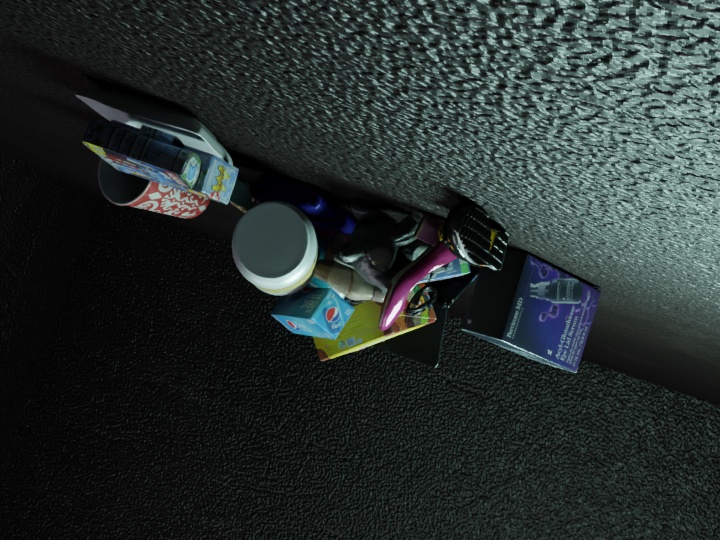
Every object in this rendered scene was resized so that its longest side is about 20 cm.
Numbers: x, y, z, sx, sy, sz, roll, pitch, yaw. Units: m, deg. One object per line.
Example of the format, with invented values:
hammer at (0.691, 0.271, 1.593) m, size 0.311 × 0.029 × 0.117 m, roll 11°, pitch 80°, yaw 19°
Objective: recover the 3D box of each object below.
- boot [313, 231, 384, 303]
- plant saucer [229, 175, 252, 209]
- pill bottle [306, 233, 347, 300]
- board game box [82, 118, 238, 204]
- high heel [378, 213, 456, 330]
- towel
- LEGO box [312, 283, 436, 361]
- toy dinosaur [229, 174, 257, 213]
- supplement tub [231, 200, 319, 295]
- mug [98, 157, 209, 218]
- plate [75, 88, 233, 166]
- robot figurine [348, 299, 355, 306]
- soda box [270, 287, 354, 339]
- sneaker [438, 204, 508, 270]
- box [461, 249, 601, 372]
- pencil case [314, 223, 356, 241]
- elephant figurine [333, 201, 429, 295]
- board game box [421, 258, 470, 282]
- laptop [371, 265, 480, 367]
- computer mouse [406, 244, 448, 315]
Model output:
boot at (0.000, 0.000, 1.611) m, size 0.143 × 0.072 × 0.201 m, roll 18°, pitch -153°, yaw 4°
plant saucer at (-0.259, -0.170, 1.516) m, size 0.198 × 0.036 × 0.200 m, roll 31°, pitch -174°, yaw -3°
pill bottle at (-0.100, -0.016, 1.739) m, size 0.198 × 0.112 × 0.111 m, roll 33°, pitch 177°, yaw 6°
board game box at (-0.286, -0.165, 1.336) m, size 0.196 × 0.063 × 0.200 m, roll 18°, pitch 175°, yaw -1°
high heel at (0.101, 0.019, 1.411) m, size 0.095 × 0.203 × 0.068 m, roll 25°, pitch -163°, yaw -4°
towel at (-0.100, -0.120, 1.624) m, size 0.145 × 0.051 × 0.200 m, roll 12°, pitch 173°, yaw 19°
LEGO box at (0.024, 0.101, 1.748) m, size 0.198 × 0.079 × 0.148 m, roll -24°, pitch 172°, yaw 38°
toy dinosaur at (-0.220, -0.130, 1.727) m, size 0.101 × 0.058 × 0.200 m, roll 47°, pitch 179°, yaw -38°
supplement tub at (-0.143, -0.037, 1.537) m, size 0.142 × 0.148 × 0.200 m, roll 19°, pitch 174°, yaw 1°
mug at (-0.381, -0.191, 1.695) m, size 0.131 × 0.181 × 0.199 m, roll -23°, pitch 162°, yaw 21°
plate at (-0.297, -0.218, 1.347) m, size 0.196 × 0.033 × 0.200 m, roll 19°, pitch 175°, yaw 8°
robot figurine at (-0.020, -0.009, 1.902) m, size 0.201 × 0.147 × 0.127 m, roll -117°, pitch 8°, yaw -54°
soda box at (-0.092, 0.075, 1.651) m, size 0.064 × 0.068 × 0.199 m, roll 40°, pitch 163°, yaw -21°
sneaker at (0.140, -0.047, 1.259) m, size 0.088 × 0.072 × 0.199 m, roll 13°, pitch 175°, yaw 27°
box at (0.285, 0.066, 1.500) m, size 0.197 × 0.151 × 0.104 m, roll 21°, pitch 175°, yaw -34°
pencil case at (-0.048, -0.065, 1.805) m, size 0.197 × 0.090 × 0.088 m, roll 18°, pitch 176°, yaw 25°
elephant figurine at (0.020, -0.047, 1.525) m, size 0.156 × 0.141 × 0.200 m, roll 56°, pitch 172°, yaw -32°
board game box at (0.105, 0.008, 1.717) m, size 0.195 × 0.035 × 0.135 m, roll -10°, pitch 178°, yaw -1°
laptop at (0.133, 0.073, 1.824) m, size 0.175 × 0.200 × 0.105 m, roll 15°, pitch 136°, yaw 39°
computer mouse at (0.113, 0.003, 1.508) m, size 0.057 × 0.201 × 0.035 m, roll -5°, pitch 124°, yaw 23°
